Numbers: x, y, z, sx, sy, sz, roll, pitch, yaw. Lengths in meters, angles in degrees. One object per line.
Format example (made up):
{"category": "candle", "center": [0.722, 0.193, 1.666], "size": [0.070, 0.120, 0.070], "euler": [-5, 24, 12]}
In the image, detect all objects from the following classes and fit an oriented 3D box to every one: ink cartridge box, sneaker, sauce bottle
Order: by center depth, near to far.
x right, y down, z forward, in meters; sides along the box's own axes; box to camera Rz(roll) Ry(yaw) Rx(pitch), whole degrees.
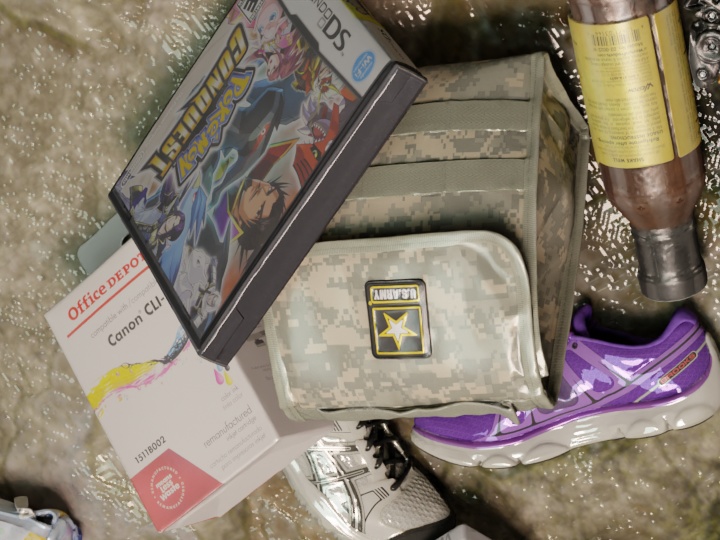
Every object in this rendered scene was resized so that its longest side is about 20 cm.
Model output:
{"category": "sauce bottle", "center": [0.163, -0.079, 1.438], "size": [0.064, 0.065, 0.201], "euler": [-3, 115, 20]}
{"category": "sneaker", "center": [0.124, 0.067, 1.536], "size": [0.199, 0.081, 0.084], "euler": [-15, 95, 17]}
{"category": "ink cartridge box", "center": [-0.117, 0.044, 1.551], "size": [0.116, 0.067, 0.201], "euler": [-39, 73, 30]}
{"category": "sneaker", "center": [-0.012, 0.103, 1.586], "size": [0.200, 0.076, 0.088], "euler": [38, 122, -4]}

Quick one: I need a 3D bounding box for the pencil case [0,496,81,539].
{"category": "pencil case", "center": [-0.295, 0.178, 1.714], "size": [0.199, 0.083, 0.091], "euler": [16, 141, 11]}

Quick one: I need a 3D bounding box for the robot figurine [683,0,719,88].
{"category": "robot figurine", "center": [0.263, -0.162, 1.364], "size": [0.144, 0.058, 0.201], "euler": [25, 121, 5]}

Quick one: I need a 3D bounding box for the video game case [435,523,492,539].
{"category": "video game case", "center": [0.043, 0.244, 1.639], "size": [0.200, 0.018, 0.143], "euler": [-35, 128, 30]}

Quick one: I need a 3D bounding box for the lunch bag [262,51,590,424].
{"category": "lunch bag", "center": [0.036, -0.010, 1.429], "size": [0.163, 0.201, 0.118], "euler": [-4, 155, 21]}

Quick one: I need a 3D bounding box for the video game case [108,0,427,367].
{"category": "video game case", "center": [-0.059, -0.074, 1.429], "size": [0.025, 0.181, 0.200], "euler": [25, 108, -35]}
